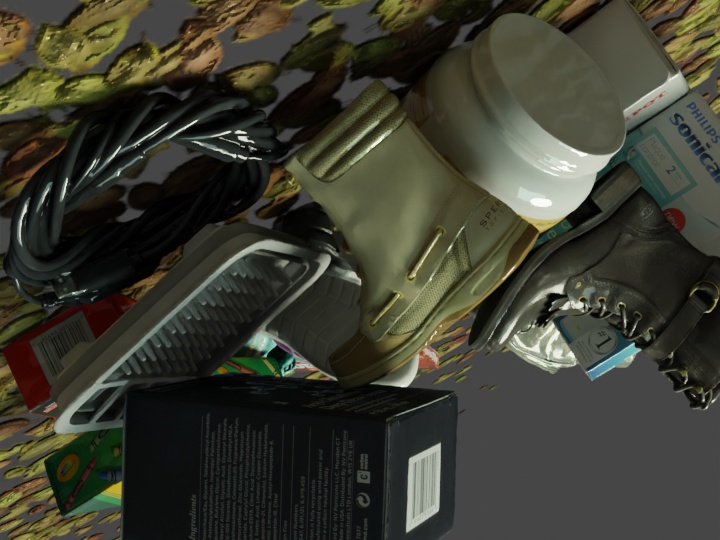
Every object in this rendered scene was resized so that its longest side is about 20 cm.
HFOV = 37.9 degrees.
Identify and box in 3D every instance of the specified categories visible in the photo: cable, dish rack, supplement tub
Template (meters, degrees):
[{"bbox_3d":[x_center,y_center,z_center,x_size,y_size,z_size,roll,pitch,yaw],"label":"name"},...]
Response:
[{"bbox_3d":[-0.131,-0.055,0.658,0.199,0.051,0.164,-27,157,-28],"label":"cable"},{"bbox_3d":[-0.124,0.036,0.752,0.200,0.044,0.172,-41,165,11],"label":"dish rack"},{"bbox_3d":[0.081,-0.075,0.770,0.144,0.145,0.200,-13,158,-44],"label":"supplement tub"}]

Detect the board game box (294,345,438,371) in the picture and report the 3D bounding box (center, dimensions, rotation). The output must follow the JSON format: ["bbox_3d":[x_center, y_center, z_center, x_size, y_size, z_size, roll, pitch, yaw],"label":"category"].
[{"bbox_3d":[-0.028,0.085,1.095,0.199,0.020,0.103,-3,161,22],"label":"board game box"}]

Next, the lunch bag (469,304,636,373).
[{"bbox_3d":[0.199,0.025,1.175,0.167,0.140,0.200,2,-164,-18],"label":"lunch bag"}]

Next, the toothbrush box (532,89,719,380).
[{"bbox_3d":[0.233,-0.025,0.865,0.199,0.147,0.085,-32,164,6],"label":"toothbrush box"}]

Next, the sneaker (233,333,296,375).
[{"bbox_3d":[-0.102,0.096,1.029,0.079,0.078,0.200,-3,153,-3],"label":"sneaker"}]

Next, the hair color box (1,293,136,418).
[{"bbox_3d":[-0.210,0.082,0.904,0.101,0.061,0.200,-31,165,3],"label":"hair color box"}]

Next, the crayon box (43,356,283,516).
[{"bbox_3d":[-0.171,0.148,0.944,0.200,0.059,0.119,-34,161,24],"label":"crayon box"}]

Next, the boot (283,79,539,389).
[{"bbox_3d":[0.003,-0.018,0.709,0.200,0.155,0.073,-43,-177,43],"label":"boot"}]

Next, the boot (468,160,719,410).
[{"bbox_3d":[0.197,0.035,0.768,0.200,0.174,0.069,-44,-179,-9],"label":"boot"}]

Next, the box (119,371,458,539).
[{"bbox_3d":[-0.046,0.138,0.749,0.199,0.108,0.148,2,-179,22],"label":"box"}]

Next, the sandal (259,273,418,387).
[{"bbox_3d":[-0.042,0.041,0.862,0.083,0.202,0.050,-57,163,-26],"label":"sandal"}]

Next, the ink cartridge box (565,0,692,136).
[{"bbox_3d":[0.205,-0.136,0.904,0.145,0.084,0.200,-35,163,18],"label":"ink cartridge box"}]

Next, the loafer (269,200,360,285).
[{"bbox_3d":[0.000,0.000,0.927,0.070,0.069,0.200,-14,147,37],"label":"loafer"}]
